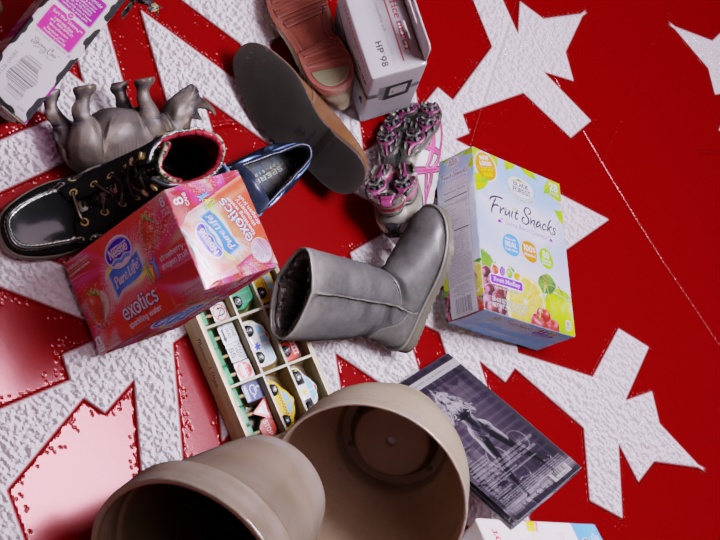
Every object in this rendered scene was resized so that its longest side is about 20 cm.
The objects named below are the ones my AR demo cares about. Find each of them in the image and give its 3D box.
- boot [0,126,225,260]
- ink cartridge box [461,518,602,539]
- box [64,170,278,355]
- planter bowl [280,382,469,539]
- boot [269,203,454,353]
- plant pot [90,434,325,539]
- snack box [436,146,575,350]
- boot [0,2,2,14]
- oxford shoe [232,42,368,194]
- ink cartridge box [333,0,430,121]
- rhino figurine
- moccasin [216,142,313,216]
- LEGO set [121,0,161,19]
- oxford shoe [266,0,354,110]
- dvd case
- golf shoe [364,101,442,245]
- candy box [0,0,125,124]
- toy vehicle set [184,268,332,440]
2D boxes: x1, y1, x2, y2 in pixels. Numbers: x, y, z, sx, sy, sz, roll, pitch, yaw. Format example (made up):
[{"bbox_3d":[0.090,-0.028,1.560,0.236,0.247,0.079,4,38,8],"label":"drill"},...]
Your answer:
[{"bbox_3d":[-0.235,-0.077,1.444,0.202,0.153,0.074,-19,86,-32],"label":"boot"},{"bbox_3d":[0.166,0.347,1.585,0.198,0.126,0.129,9,40,-34],"label":"ink cartridge box"},{"bbox_3d":[-0.181,-0.005,1.432,0.095,0.199,0.101,-19,83,-43],"label":"box"},{"bbox_3d":[0.022,0.195,1.533,0.201,0.199,0.135,52,25,-8],"label":"planter bowl"},{"bbox_3d":[0.002,-0.001,1.614,0.199,0.072,0.184,16,88,-42],"label":"boot"},{"bbox_3d":[-0.120,0.242,1.406,0.201,0.199,0.173,57,31,-4],"label":"plant pot"},{"bbox_3d":[0.170,-0.024,1.794,0.168,0.067,0.202,17,61,-43],"label":"snack box"},{"bbox_3d":[-0.452,-0.290,1.443,0.199,0.072,0.167,-22,74,-40],"label":"boot"},{"bbox_3d":[-0.067,-0.172,1.697,0.200,0.071,0.071,50,20,-9],"label":"oxford shoe"},{"bbox_3d":[0.020,-0.255,1.696,0.066,0.200,0.117,-17,80,-8],"label":"ink cartridge box"},{"bbox_3d":[-0.228,-0.149,1.548,0.199,0.059,0.089,-13,99,-42],"label":"rhino figurine"},{"bbox_3d":[-0.128,-0.088,1.596,0.081,0.068,0.200,52,51,-9],"label":"moccasin"},{"bbox_3d":[-0.244,-0.357,1.617,0.152,0.116,0.201,24,49,7],"label":"LEGO set"},{"bbox_3d":[-0.061,-0.270,1.740,0.070,0.074,0.202,-18,66,-3],"label":"oxford shoe"},{"bbox_3d":[0.127,0.180,1.648,0.200,0.016,0.148,41,36,18],"label":"dvd case"},{"bbox_3d":[0.054,-0.114,1.764,0.201,0.072,0.093,-69,151,-41],"label":"golf shoe"},{"bbox_3d":[-0.283,-0.232,1.438,0.061,0.136,0.201,39,83,-18],"label":"candy box"},{"bbox_3d":[-0.110,0.077,1.569,0.124,0.026,0.202,-20,85,-42],"label":"toy vehicle set"}]
